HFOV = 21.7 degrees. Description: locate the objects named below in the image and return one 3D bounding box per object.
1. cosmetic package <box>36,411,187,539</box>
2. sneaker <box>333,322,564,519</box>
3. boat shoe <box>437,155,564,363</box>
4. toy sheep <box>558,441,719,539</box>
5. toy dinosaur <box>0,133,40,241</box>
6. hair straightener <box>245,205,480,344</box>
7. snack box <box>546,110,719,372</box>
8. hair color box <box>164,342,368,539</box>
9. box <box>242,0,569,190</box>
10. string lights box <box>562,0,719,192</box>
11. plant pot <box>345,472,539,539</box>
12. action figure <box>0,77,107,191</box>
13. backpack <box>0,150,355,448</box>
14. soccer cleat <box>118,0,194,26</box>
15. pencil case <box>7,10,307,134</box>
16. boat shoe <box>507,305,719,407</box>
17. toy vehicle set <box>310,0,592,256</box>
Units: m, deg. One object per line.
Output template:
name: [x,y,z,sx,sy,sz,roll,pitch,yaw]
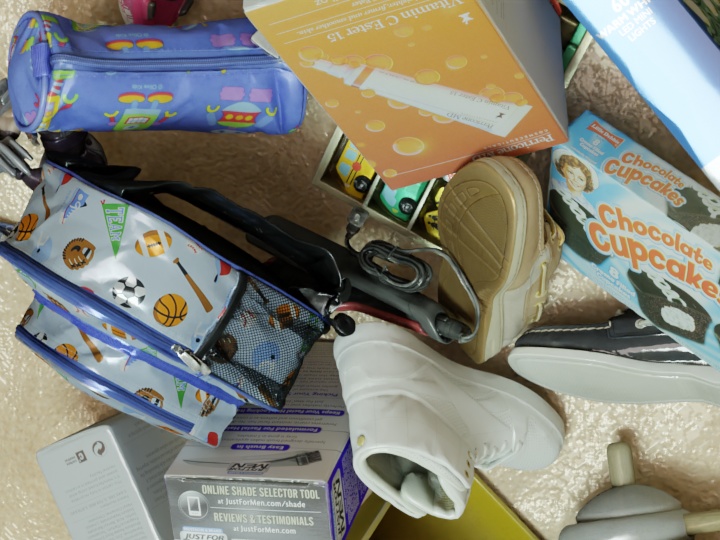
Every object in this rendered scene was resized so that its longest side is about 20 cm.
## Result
cosmetic package: [-0.147,0.200,1.360,0.074,0.102,0.201,-22,90,23]
sneaker: [0.063,0.122,1.244,0.200,0.116,0.074,26,133,-34]
boat shoe: [0.094,-0.017,1.210,0.074,0.069,0.200,52,159,23]
toy sheep: [0.196,0.216,1.283,0.137,0.138,0.201,-12,77,19]
toy dinosaur: [-0.290,-0.054,1.354,0.181,0.105,0.200,-44,61,34]
hair straightener: [0.000,0.000,1.245,0.200,0.041,0.077,24,135,38]
snack box: [0.203,-0.004,1.172,0.200,0.037,0.116,37,153,24]
hair color box: [-0.047,0.117,1.264,0.109,0.200,0.065,1,112,15]
box: [0.031,-0.150,1.110,0.124,0.098,0.200,-15,146,21]
string lights box: [0.187,-0.149,1.153,0.059,0.103,0.200,-38,98,24]
plant pot: [0.029,0.276,1.320,0.200,0.200,0.176,46,126,-5]
action figure: [-0.197,-0.079,1.282,0.069,0.130,0.200,23,135,39]
backpack: [-0.139,0.013,1.206,0.190,0.200,0.154,41,75,-35]
soccer cleat: [-0.139,-0.255,1.227,0.086,0.070,0.201,24,116,26]
pencil case: [-0.124,-0.127,1.209,0.199,0.087,0.078,-2,78,-23]
boat shoe: [0.199,0.052,1.251,0.199,0.074,0.061,2,67,22]
toy vehicle set: [0.063,-0.114,1.241,0.124,0.027,0.200,28,115,3]
